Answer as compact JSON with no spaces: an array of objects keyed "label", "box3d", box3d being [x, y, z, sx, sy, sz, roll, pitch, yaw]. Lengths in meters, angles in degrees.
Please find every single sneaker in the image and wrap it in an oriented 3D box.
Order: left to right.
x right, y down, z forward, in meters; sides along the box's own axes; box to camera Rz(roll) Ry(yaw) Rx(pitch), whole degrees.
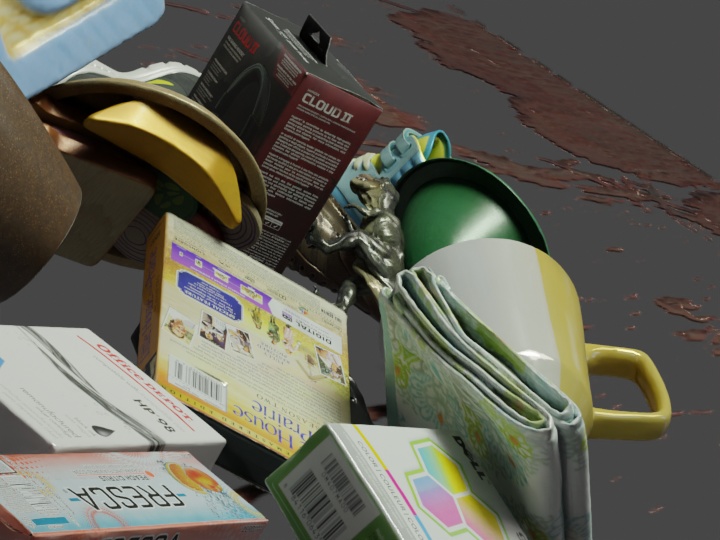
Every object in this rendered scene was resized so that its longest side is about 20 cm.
[{"label":"sneaker","box3d":[-0.178,-0.122,2.028,0.200,0.075,0.085,0,38,-49]},{"label":"sneaker","box3d":[-0.044,-0.026,1.976,0.200,0.075,0.070,53,4,-1]},{"label":"sneaker","box3d":[0.008,-0.087,2.143,0.200,0.131,0.080,35,16,20]}]

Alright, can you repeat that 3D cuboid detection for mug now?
[{"label":"mug","box3d":[0.114,0.071,1.746,0.153,0.186,0.150,-105,175,-60]}]

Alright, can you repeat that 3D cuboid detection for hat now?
[{"label":"hat","box3d":[0.043,0.017,1.963,0.176,0.200,0.166,-33,104,-39]}]

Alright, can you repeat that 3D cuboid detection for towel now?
[{"label":"towel","box3d":[0.078,0.110,1.550,0.171,0.048,0.200,45,-24,38]}]

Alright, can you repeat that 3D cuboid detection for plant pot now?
[{"label":"plant pot","box3d":[-0.268,-0.074,1.461,0.200,0.187,0.187,40,9,-23]}]

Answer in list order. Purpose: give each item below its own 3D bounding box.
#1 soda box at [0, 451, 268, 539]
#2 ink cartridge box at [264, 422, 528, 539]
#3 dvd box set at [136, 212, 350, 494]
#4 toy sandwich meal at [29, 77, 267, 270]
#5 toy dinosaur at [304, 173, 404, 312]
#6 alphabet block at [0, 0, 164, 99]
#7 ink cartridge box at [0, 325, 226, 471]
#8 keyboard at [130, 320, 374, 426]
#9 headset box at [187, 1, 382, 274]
[{"label":"soda box","box3d":[-0.132,0.132,1.191,0.064,0.068,0.200,38,16,27]},{"label":"ink cartridge box","box3d":[0.042,0.150,1.461,0.200,0.059,0.104,10,41,-56]},{"label":"dvd box set","box3d":[-0.071,0.058,1.548,0.146,0.029,0.200,29,27,-20]},{"label":"toy sandwich meal","box3d":[-0.162,-0.051,1.643,0.205,0.205,0.070,27,49,-15]},{"label":"toy dinosaur","box3d":[0.000,0.000,1.890,0.088,0.047,0.200,3,59,-21]},{"label":"alphabet block","box3d":[-0.278,-0.221,1.630,0.200,0.196,0.196,0,23,33]},{"label":"ink cartridge box","box3d":[-0.156,0.085,1.311,0.116,0.067,0.200,36,15,25]},{"label":"keyboard","box3d":[-0.073,0.081,1.608,0.200,0.040,0.104,19,41,-44]},{"label":"headset box","box3d":[-0.076,-0.095,1.847,0.077,0.200,0.149,23,16,-31]}]
